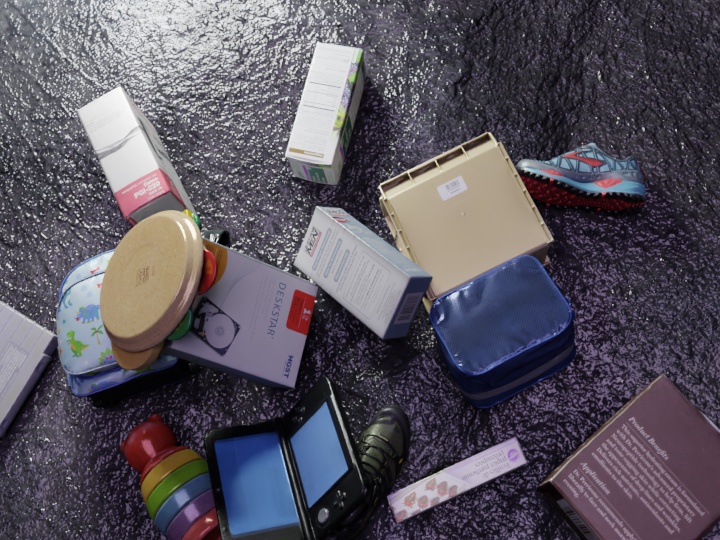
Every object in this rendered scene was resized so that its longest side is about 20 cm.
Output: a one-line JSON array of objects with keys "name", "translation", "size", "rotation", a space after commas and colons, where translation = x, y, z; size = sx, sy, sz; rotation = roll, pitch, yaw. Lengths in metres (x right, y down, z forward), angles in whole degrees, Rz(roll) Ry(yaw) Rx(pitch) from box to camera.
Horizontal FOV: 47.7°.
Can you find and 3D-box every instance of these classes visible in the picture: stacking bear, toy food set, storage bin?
[{"name": "stacking bear", "translation": [-0.256, 0.295, 1.135], "size": [0.121, 0.114, 0.200], "rotation": [-44, 67, -1]}, {"name": "toy food set", "translation": [-0.269, 0.016, 1.074], "size": [0.197, 0.048, 0.202], "rotation": [-36, 52, 20]}, {"name": "storage bin", "translation": [0.151, -0.067, 1.200], "size": [0.197, 0.094, 0.201], "rotation": [-25, 71, 0]}]

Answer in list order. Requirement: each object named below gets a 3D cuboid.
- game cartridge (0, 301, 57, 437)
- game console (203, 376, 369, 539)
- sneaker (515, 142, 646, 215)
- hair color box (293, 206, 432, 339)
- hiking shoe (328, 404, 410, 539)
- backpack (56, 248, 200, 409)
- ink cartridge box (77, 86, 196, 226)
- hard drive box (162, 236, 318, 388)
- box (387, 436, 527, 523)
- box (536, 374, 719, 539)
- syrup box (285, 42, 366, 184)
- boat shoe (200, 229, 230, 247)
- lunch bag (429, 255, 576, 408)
[{"name": "game cartridge", "translation": [-0.562, 0.163, 1.251], "size": [0.128, 0.038, 0.202], "rotation": [27, 78, 10]}, {"name": "game console", "translation": [-0.103, 0.253, 1.079], "size": [0.176, 0.115, 0.202], "rotation": [-47, 41, 23]}, {"name": "sneaker", "translation": [0.326, -0.144, 1.220], "size": [0.196, 0.080, 0.097], "rotation": [11, 65, 1]}, {"name": "hair color box", "translation": [0.000, 0.000, 1.167], "size": [0.199, 0.060, 0.100], "rotation": [38, 113, 32]}, {"name": "hiking shoe", "translation": [0.015, 0.278, 1.105], "size": [0.075, 0.101, 0.203], "rotation": [23, 79, 7]}, {"name": "backpack", "translation": [-0.352, 0.072, 1.193], "size": [0.179, 0.147, 0.203], "rotation": [-18, 68, -2]}, {"name": "ink cartridge box", "translation": [-0.341, -0.157, 1.260], "size": [0.084, 0.146, 0.202], "rotation": [-30, 72, -2]}, {"name": "hard drive box", "translation": [-0.174, 0.064, 1.151], "size": [0.198, 0.076, 0.159], "rotation": [22, 72, -32]}, {"name": "box", "translation": [0.132, 0.289, 1.121], "size": [0.197, 0.042, 0.039], "rotation": [-25, 72, 0]}, {"name": "box", "translation": [0.355, 0.271, 1.033], "size": [0.199, 0.165, 0.167], "rotation": [-39, 72, -6]}, {"name": "syrup box", "translation": [-0.052, -0.247, 1.287], "size": [0.080, 0.079, 0.204], "rotation": [11, 75, 10]}, {"name": "boat shoe", "translation": [-0.217, 0.028, 1.227], "size": [0.065, 0.075, 0.203], "rotation": [-13, 62, 15]}, {"name": "lunch bag", "translation": [0.205, 0.086, 1.128], "size": [0.197, 0.133, 0.137], "rotation": [-26, 56, 0]}]
